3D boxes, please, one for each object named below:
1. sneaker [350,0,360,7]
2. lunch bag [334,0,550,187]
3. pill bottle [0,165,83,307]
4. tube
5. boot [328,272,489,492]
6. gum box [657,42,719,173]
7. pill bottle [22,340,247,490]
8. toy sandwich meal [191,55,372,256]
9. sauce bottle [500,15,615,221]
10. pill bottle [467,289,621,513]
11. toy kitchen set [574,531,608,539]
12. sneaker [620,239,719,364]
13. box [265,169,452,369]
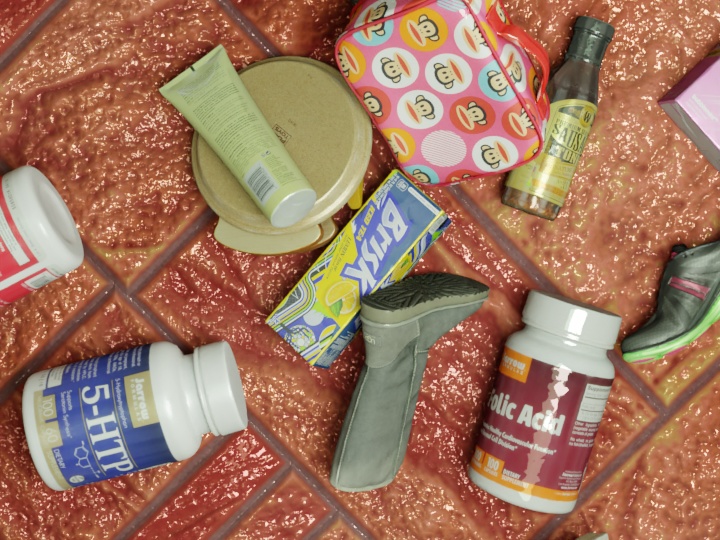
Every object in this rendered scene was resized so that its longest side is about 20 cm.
[{"bbox_3d":[0.029,-0.253,1.073,0.077,0.082,0.200,-38,97,2],"label":"sneaker"},{"bbox_3d":[0.090,-0.180,1.023,0.175,0.082,0.201,-13,127,31],"label":"lunch bag"},{"bbox_3d":[-0.383,-0.011,1.070,0.199,0.112,0.113,-27,95,1],"label":"pill bottle"},{"bbox_3d":[-0.113,-0.129,1.044,0.200,0.058,0.052,52,137,23],"label":"tube"},{"bbox_3d":[0.050,0.111,1.104,0.181,0.072,0.202,-12,114,-38],"label":"boot"},{"bbox_3d":[0.412,-0.136,1.101,0.113,0.066,0.200,-43,95,4],"label":"gum box"},{"bbox_3d":[-0.219,0.136,1.084,0.198,0.120,0.121,-15,95,0],"label":"pill bottle"},{"bbox_3d":[-0.074,-0.112,1.090,0.203,0.070,0.207,-3,75,11],"label":"toy sandwich meal"},{"bbox_3d":[0.200,-0.152,1.096,0.065,0.066,0.202,18,96,-3],"label":"sauce bottle"},{"bbox_3d":[0.187,0.128,1.095,0.113,0.114,0.202,15,94,-3],"label":"pill bottle"},{"bbox_3d":[0.163,0.345,1.136,0.199,0.180,0.165,-12,101,-40],"label":"toy kitchen set"},{"bbox_3d":[0.336,0.018,1.119,0.200,0.077,0.084,-43,77,-1],"label":"sneaker"},{"bbox_3d":[0.000,0.000,1.097,0.070,0.064,0.200,41,92,14],"label":"box"}]
